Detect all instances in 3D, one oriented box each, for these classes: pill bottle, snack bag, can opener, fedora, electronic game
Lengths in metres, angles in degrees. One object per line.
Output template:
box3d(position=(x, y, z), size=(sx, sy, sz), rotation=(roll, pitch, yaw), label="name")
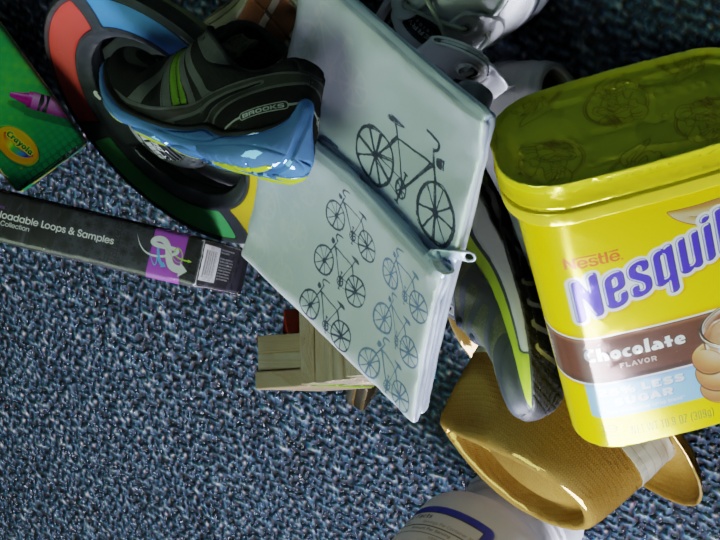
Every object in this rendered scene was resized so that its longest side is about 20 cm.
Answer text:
box3d(position=(0.060, 0.218, 1.747), size=(0.112, 0.200, 0.112), rotation=(29, 144, 24), label="pill bottle")
box3d(position=(0.001, -0.046, 1.460), size=(0.189, 0.021, 0.200), rotation=(45, 133, 41), label="snack bag")
box3d(position=(0.011, -0.068, 1.492), size=(0.053, 0.067, 0.200), rotation=(30, 144, -18), label="can opener")
box3d(position=(0.115, 0.098, 1.622), size=(0.201, 0.082, 0.201), rotation=(38, 164, 13), label="fedora")
box3d(position=(-0.119, -0.097, 1.637), size=(0.200, 0.042, 0.200), rotation=(32, 150, 21), label="electronic game")

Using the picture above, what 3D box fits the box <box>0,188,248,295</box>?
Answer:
box3d(position=(-0.183, -0.024, 1.711), size=(0.200, 0.036, 0.143), rotation=(12, 179, 9), label="box")

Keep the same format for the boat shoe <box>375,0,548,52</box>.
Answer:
box3d(position=(0.050, -0.142, 1.471), size=(0.074, 0.067, 0.200), rotation=(42, 148, 4), label="boat shoe")

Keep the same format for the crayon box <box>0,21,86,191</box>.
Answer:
box3d(position=(-0.239, -0.115, 1.759), size=(0.119, 0.058, 0.200), rotation=(54, 176, -5), label="crayon box")

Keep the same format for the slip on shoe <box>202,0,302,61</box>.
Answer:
box3d(position=(-0.052, -0.145, 1.595), size=(0.076, 0.061, 0.200), rotation=(43, 155, -1), label="slip on shoe")

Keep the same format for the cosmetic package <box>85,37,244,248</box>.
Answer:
box3d(position=(-0.089, -0.072, 1.728), size=(0.200, 0.051, 0.083), rotation=(35, 150, 16), label="cosmetic package")

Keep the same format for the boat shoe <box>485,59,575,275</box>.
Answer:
box3d(position=(0.132, -0.035, 1.505), size=(0.066, 0.072, 0.200), rotation=(-5, 118, 51), label="boat shoe")

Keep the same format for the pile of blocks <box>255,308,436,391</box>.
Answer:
box3d(position=(0.002, 0.037, 1.589), size=(0.200, 0.082, 0.062), rotation=(168, 102, -66), label="pile of blocks")

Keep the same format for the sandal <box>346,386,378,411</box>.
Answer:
box3d(position=(0.000, 0.000, 1.676), size=(0.055, 0.082, 0.200), rotation=(17, 137, 20), label="sandal")

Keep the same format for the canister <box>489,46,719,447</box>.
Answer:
box3d(position=(0.162, -0.008, 1.435), size=(0.087, 0.148, 0.200), rotation=(-102, -5, -50), label="canister")

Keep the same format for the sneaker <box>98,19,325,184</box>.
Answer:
box3d(position=(-0.079, -0.102, 1.501), size=(0.071, 0.083, 0.200), rotation=(21, 178, -36), label="sneaker")

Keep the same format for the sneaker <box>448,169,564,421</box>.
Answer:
box3d(position=(0.060, 0.007, 1.547), size=(0.074, 0.081, 0.200), rotation=(31, -149, -56), label="sneaker")
